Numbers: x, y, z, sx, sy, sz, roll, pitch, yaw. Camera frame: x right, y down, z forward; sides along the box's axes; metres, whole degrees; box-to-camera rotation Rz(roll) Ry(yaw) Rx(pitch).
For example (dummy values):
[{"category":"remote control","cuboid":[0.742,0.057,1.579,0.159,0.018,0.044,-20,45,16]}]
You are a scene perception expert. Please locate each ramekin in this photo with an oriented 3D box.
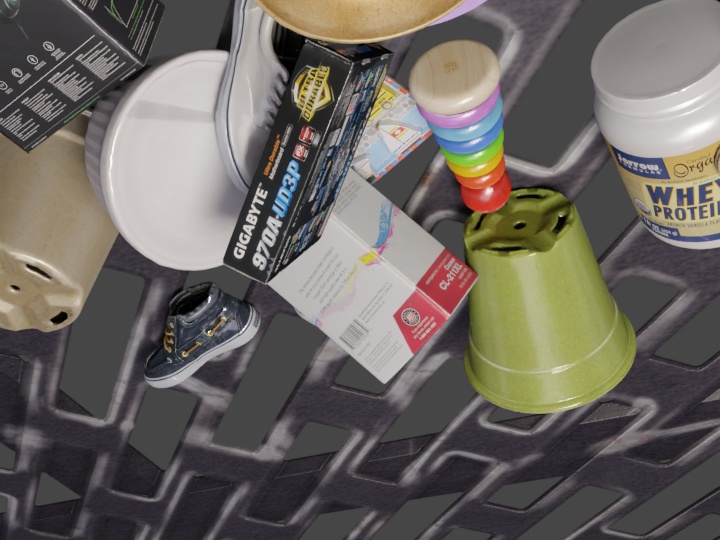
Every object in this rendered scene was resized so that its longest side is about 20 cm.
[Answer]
[{"category":"ramekin","cuboid":[-0.163,-0.110,0.837,0.094,0.203,0.202,26,162,46]}]

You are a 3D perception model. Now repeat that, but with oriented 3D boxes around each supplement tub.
[{"category":"supplement tub","cuboid":[0.297,-0.130,0.808,0.144,0.145,0.200,-18,136,24]}]

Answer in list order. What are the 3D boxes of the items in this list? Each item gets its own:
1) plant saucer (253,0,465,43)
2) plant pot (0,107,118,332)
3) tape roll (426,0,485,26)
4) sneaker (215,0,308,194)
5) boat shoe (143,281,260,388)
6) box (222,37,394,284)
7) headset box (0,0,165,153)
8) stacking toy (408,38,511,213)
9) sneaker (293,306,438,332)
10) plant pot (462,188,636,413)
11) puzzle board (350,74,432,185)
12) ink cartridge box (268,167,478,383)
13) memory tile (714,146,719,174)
[{"category":"plant saucer","cuboid":[0.008,-0.244,0.617,0.199,0.036,0.201,-10,149,-6]},{"category":"plant pot","cuboid":[-0.335,-0.046,0.921,0.199,0.184,0.201,2,140,2]},{"category":"tape roll","cuboid":[0.040,-0.279,0.670,0.199,0.066,0.200,-10,149,-6]},{"category":"sneaker","cuboid":[-0.079,-0.160,0.776,0.073,0.071,0.201,-10,111,-39]},{"category":"boat shoe","cuboid":[-0.231,0.080,1.160,0.200,0.071,0.091,-30,129,25]},{"category":"box","cuboid":[-0.041,-0.102,0.776,0.046,0.159,0.201,26,111,6]},{"category":"headset box","cuboid":[-0.306,-0.227,0.769,0.174,0.093,0.200,-26,131,31]},{"category":"stacking toy","cuboid":[0.110,-0.130,0.883,0.085,0.086,0.200,-9,146,14]},{"category":"sneaker","cuboid":[0.022,0.016,1.067,0.199,0.078,0.112,4,137,-18]},{"category":"plant pot","cuboid":[0.191,0.018,0.984,0.199,0.200,0.191,-10,126,15]},{"category":"puzzle board","cuboid":[-0.031,-0.135,0.924,0.150,0.017,0.200,29,134,-27]},{"category":"ink cartridge box","cuboid":[0.000,0.000,0.946,0.200,0.083,0.146,41,136,2]},{"category":"memory tile","cuboid":[0.391,-0.140,0.713,0.199,0.017,0.154,-5,131,-9]}]
